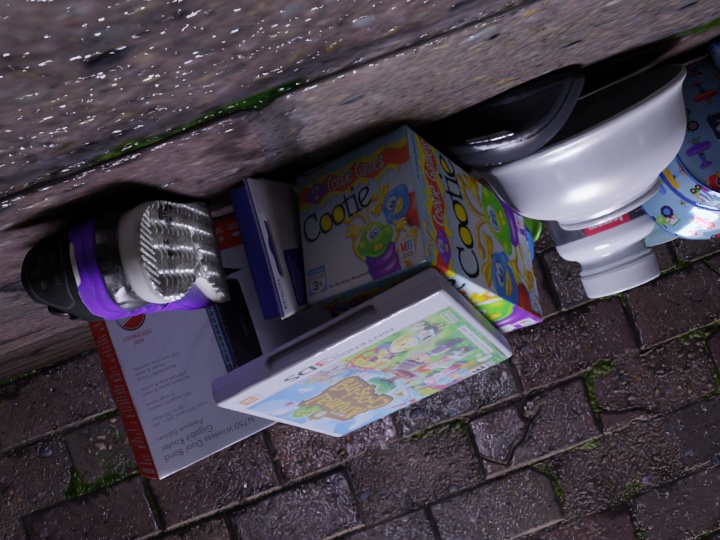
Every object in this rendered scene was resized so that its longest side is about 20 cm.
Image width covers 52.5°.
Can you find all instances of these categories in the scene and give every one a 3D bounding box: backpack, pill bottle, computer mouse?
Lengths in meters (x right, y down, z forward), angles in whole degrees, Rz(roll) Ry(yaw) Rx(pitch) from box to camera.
[{"bbox_3d":[0.361,-0.132,0.705,0.197,0.185,0.135,-16,162,-4],"label":"backpack"},{"bbox_3d":[0.256,-0.078,0.803,0.109,0.202,0.111,-20,179,0],"label":"pill bottle"},{"bbox_3d":[0.094,-0.100,0.610,0.198,0.047,0.140,-21,178,14],"label":"computer mouse"}]

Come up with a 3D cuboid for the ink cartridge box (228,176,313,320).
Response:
[{"bbox_3d":[-0.055,-0.018,0.559,0.037,0.096,0.200,-15,-179,10],"label":"ink cartridge box"}]

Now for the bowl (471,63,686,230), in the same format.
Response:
[{"bbox_3d":[0.207,-0.098,0.659,0.199,0.091,0.201,-26,-169,5],"label":"bowl"}]

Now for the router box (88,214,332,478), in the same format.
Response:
[{"bbox_3d":[-0.120,0.051,0.629,0.198,0.182,0.049,-21,-179,-36],"label":"router box"}]

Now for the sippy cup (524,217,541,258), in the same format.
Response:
[{"bbox_3d":[0.135,-0.041,0.882,0.177,0.130,0.140,-39,137,-4],"label":"sippy cup"}]

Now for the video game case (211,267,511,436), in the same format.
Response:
[{"bbox_3d":[0.013,0.076,0.570,0.181,0.022,0.200,-28,153,14],"label":"video game case"}]

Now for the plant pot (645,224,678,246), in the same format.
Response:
[{"bbox_3d":[0.370,-0.143,0.866,0.200,0.135,0.200,-39,-174,5],"label":"plant pot"}]

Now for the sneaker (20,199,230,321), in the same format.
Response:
[{"bbox_3d":[-0.150,-0.003,0.474,0.098,0.071,0.200,-13,176,3],"label":"sneaker"}]

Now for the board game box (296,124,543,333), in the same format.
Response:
[{"bbox_3d":[0.053,-0.013,0.582,0.104,0.104,0.199,-20,154,31],"label":"board game box"}]

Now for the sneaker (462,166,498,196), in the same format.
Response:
[{"bbox_3d":[0.121,-0.065,0.798,0.200,0.076,0.070,-47,-167,-27],"label":"sneaker"}]

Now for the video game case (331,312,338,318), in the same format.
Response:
[{"bbox_3d":[0.000,0.000,0.775,0.045,0.184,0.200,20,168,-15],"label":"video game case"}]
